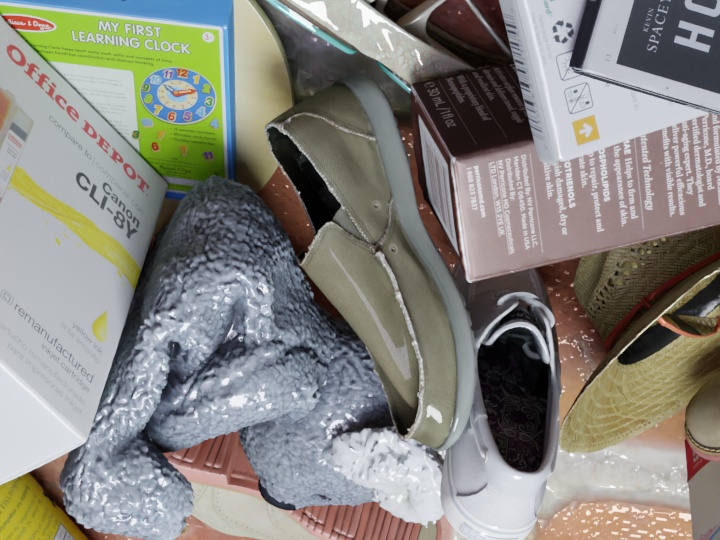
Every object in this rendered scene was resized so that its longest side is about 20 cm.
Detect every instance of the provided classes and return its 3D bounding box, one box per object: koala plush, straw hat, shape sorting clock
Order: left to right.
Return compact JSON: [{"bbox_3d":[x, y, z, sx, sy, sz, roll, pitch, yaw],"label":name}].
[{"bbox_3d":[-0.134,-0.104,1.003,0.199,0.039,0.201,7,133,7],"label":"shape sorting clock"},{"bbox_3d":[-0.038,0.065,1.004,0.199,0.177,0.184,25,106,-12],"label":"koala plush"},{"bbox_3d":[0.166,0.004,0.987,0.201,0.201,0.085,-48,65,29],"label":"straw hat"}]

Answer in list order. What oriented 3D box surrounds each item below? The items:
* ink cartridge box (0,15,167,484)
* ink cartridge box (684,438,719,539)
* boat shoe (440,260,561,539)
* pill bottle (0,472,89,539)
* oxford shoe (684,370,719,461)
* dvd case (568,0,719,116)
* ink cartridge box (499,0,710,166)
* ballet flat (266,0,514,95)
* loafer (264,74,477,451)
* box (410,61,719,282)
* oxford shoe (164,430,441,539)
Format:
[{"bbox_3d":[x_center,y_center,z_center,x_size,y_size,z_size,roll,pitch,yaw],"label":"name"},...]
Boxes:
[{"bbox_3d":[-0.191,-0.013,0.936,0.083,0.201,0.145,-27,122,28],"label":"ink cartridge box"},{"bbox_3d":[0.257,0.172,1.009,0.086,0.200,0.148,-38,108,26],"label":"ink cartridge box"},{"bbox_3d":[0.076,0.048,0.962,0.072,0.201,0.069,20,134,-6],"label":"boat shoe"},{"bbox_3d":[-0.226,0.192,1.151,0.111,0.111,0.200,-28,112,23],"label":"pill bottle"},{"bbox_3d":[0.252,0.027,0.985,0.200,0.071,0.075,-36,129,8],"label":"oxford shoe"},{"bbox_3d":[0.204,-0.134,0.807,0.199,0.025,0.151,14,96,-15],"label":"dvd case"},{"bbox_3d":[0.151,-0.171,0.822,0.199,0.043,0.199,-18,103,-8],"label":"ink cartridge box"},{"bbox_3d":[0.018,-0.135,0.953,0.200,0.068,0.062,33,110,-22],"label":"ballet flat"},{"bbox_3d":[0.000,0.000,0.932,0.069,0.201,0.075,-13,163,-23],"label":"loafer"},{"bbox_3d":[0.133,-0.066,0.915,0.199,0.100,0.075,-12,118,-6],"label":"box"},{"bbox_3d":[-0.047,0.136,1.126,0.199,0.071,0.074,25,142,-2],"label":"oxford shoe"}]
